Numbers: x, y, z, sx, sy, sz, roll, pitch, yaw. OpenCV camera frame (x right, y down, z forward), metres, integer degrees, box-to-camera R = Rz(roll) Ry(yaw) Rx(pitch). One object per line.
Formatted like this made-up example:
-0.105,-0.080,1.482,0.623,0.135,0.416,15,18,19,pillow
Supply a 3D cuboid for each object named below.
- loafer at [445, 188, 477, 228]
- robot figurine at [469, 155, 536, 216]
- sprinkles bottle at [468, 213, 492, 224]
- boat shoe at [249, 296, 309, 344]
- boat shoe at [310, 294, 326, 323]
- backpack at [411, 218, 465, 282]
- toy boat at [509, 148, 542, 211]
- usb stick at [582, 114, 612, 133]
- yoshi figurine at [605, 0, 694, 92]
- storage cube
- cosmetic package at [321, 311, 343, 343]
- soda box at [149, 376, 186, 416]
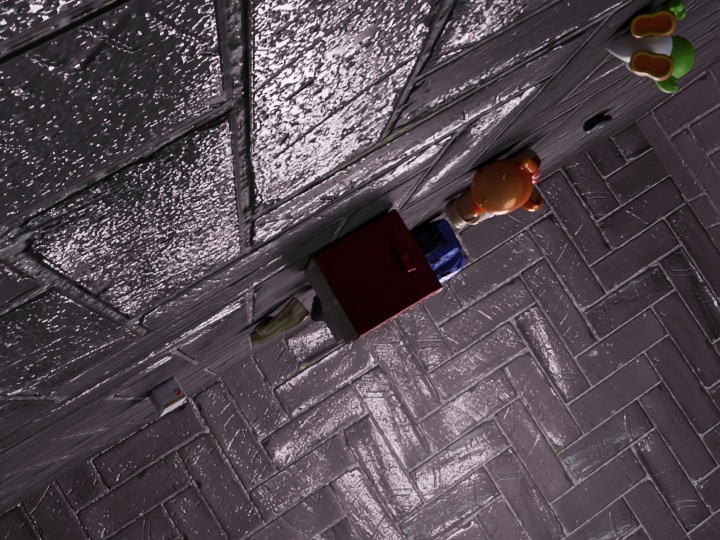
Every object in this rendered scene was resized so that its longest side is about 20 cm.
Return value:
0.277,-0.171,1.908,0.068,0.076,0.200,-37,-177,42,loafer
0.303,-0.181,1.636,0.144,0.117,0.200,-4,-171,23,robot figurine
0.389,-0.195,2.487,0.068,0.068,0.200,-34,176,28,sprinkles bottle
-0.212,0.125,1.910,0.201,0.063,0.073,-27,-167,40,boat shoe
-0.093,0.082,1.945,0.066,0.070,0.200,-21,-160,9,boat shoe
0.183,-0.036,2.153,0.200,0.168,0.162,-29,170,11,backpack
0.390,-0.200,1.840,0.130,0.131,0.200,-33,163,5,toy boat
0.690,-0.427,2.226,0.055,0.033,0.200,-34,176,30,usb stick
0.426,-0.309,1.076,0.112,0.112,0.200,-41,176,22,yoshi figurine
0.017,0.016,1.426,0.180,0.171,0.200,-30,176,-12,storage cube
0.019,0.083,1.796,0.200,0.090,0.107,-30,178,28,cosmetic package
-0.514,0.337,2.040,0.068,0.064,0.200,-31,175,-23,soda box
